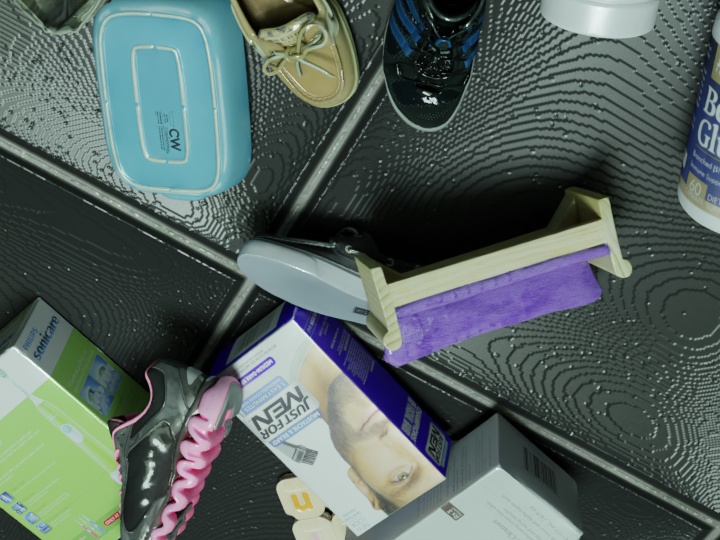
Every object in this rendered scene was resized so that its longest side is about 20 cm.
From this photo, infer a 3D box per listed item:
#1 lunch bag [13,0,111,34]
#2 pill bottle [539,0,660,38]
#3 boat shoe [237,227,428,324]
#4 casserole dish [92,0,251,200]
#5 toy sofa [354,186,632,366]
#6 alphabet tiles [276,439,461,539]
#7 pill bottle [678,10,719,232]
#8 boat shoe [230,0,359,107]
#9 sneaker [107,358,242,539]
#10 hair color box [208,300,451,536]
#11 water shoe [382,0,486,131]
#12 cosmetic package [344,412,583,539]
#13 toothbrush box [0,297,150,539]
[{"bbox_3d":[-0.178,-0.273,0.857,0.117,0.164,0.201,1,122,9],"label":"lunch bag"},{"bbox_3d":[0.173,-0.263,0.859,0.110,0.111,0.201,6,122,2],"label":"pill bottle"},{"bbox_3d":[0.000,0.000,1.064,0.199,0.067,0.070,17,154,-6],"label":"boat shoe"},{"bbox_3d":[-0.150,-0.135,1.006,0.120,0.039,0.201,5,123,10],"label":"casserole dish"},{"bbox_3d":[0.102,0.011,1.001,0.199,0.083,0.098,-17,101,-7],"label":"toy sofa"},{"bbox_3d":[0.026,0.215,1.218,0.199,0.015,0.196,-13,116,13],"label":"alphabet tiles"},{"bbox_3d":[0.297,-0.130,0.917,0.110,0.111,0.201,6,121,2],"label":"pill bottle"},{"bbox_3d":[-0.066,-0.199,0.949,0.073,0.063,0.200,-24,116,19],"label":"boat shoe"},{"bbox_3d":[-0.177,0.163,1.097,0.095,0.079,0.201,26,99,6],"label":"sneaker"},{"bbox_3d":[-0.025,0.125,1.132,0.109,0.065,0.200,-37,107,24],"label":"hair color box"},{"bbox_3d":[0.054,-0.184,0.937,0.071,0.079,0.201,9,122,1],"label":"water shoe"},{"bbox_3d":[0.088,0.234,1.166,0.113,0.081,0.200,40,115,-17],"label":"cosmetic package"},{"bbox_3d":[-0.271,0.149,1.166,0.145,0.086,0.200,-38,112,22],"label":"toothbrush box"}]
